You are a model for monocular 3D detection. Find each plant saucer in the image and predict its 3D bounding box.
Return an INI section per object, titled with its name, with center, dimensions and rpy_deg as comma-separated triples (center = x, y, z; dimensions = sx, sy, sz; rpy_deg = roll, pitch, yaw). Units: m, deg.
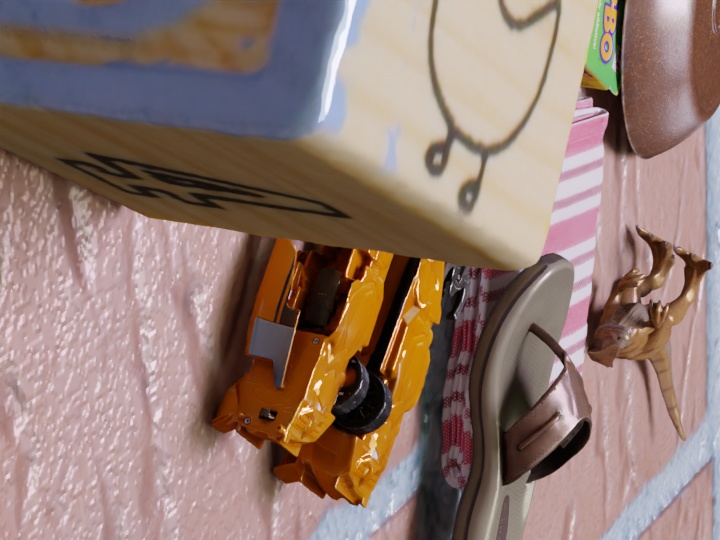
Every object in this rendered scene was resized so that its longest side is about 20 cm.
[plant saucer]
center = 0.200, -0.163, 1.500
dimensions = 0.200, 0.037, 0.201
rpy_deg = 9, 90, -70

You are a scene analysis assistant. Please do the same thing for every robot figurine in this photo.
[robot figurine]
center = 0.000, 0.000, 1.180
dimensions = 0.145, 0.058, 0.200
rpy_deg = 47, 58, -57

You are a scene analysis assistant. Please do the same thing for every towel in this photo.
[towel]
center = 0.088, 0.009, 1.384
dimensions = 0.146, 0.030, 0.201
rpy_deg = -18, 116, -59

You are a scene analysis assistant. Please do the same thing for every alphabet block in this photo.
[alphabet block]
center = -0.036, -0.122, 0.934
dimensions = 0.200, 0.196, 0.196
rpy_deg = 25, 78, -61

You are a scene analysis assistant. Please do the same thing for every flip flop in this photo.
[flip flop]
center = 0.091, 0.090, 1.326
dimensions = 0.081, 0.057, 0.201
rpy_deg = 2, 99, -63

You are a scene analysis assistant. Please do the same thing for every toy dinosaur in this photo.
[toy dinosaur]
center = 0.172, 0.034, 1.535
dimensions = 0.106, 0.060, 0.200
rpy_deg = -63, 155, 2

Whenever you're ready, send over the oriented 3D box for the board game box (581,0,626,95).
[board game box]
center = 0.110, -0.170, 1.369
dimensions = 0.200, 0.030, 0.096
rpy_deg = 31, 71, -58
